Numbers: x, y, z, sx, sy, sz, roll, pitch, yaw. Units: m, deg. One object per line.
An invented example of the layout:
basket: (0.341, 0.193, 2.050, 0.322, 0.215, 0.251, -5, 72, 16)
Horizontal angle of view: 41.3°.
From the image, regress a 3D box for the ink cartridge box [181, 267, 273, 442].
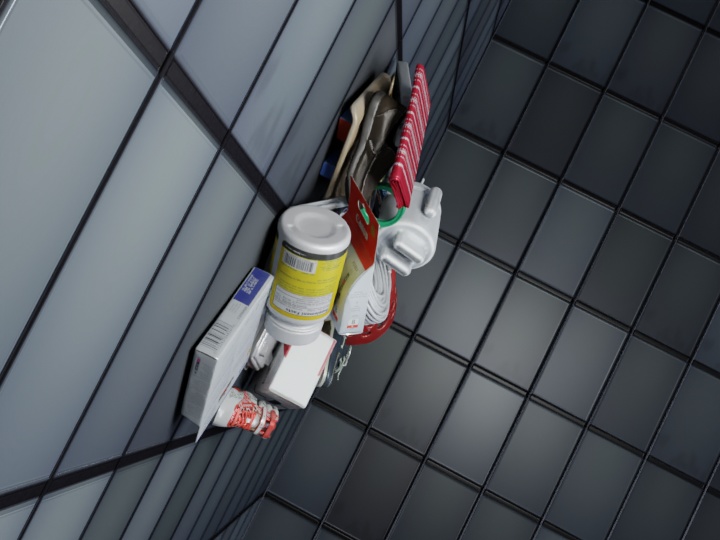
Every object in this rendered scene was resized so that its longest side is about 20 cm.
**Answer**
ink cartridge box: (-0.205, 0.126, 1.431, 0.197, 0.043, 0.201, -61, 176, -49)

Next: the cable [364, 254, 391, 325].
cable: (0.000, 0.000, 1.755, 0.201, 0.069, 0.202, 60, 23, -49)

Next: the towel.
towel: (0.081, -0.213, 1.549, 0.145, 0.022, 0.202, 63, 38, -72)

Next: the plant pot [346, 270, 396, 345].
plant pot: (-0.016, 0.041, 2.131, 0.202, 0.199, 0.183, -61, 166, -25)

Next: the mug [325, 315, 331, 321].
mug: (-0.064, 0.040, 1.895, 0.153, 0.148, 0.188, -44, 147, -52)

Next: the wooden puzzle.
wooden puzzle: (-0.016, -0.223, 1.629, 0.186, 0.046, 0.201, -57, 167, -54)

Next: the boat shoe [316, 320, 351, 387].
boat shoe: (-0.054, 0.164, 1.899, 0.075, 0.061, 0.201, -54, -163, 27)

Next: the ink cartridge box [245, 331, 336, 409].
ink cartridge box: (-0.138, 0.187, 1.852, 0.145, 0.083, 0.200, -64, -166, -16)

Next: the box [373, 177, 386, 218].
box: (0.022, -0.101, 1.953, 0.200, 0.046, 0.161, 125, -44, -65)

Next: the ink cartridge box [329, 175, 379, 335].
ink cartridge box: (-0.024, -0.024, 1.517, 0.163, 0.050, 0.202, -117, -153, -52)

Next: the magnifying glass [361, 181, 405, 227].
magnifying glass: (-0.011, -0.098, 1.661, 0.198, 0.080, 0.022, -19, -156, 26)

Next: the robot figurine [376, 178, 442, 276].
robot figurine: (0.086, -0.083, 1.732, 0.169, 0.113, 0.201, -38, -154, 37)

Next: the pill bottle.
pill bottle: (-0.088, 0.011, 1.479, 0.114, 0.113, 0.201, -56, 166, -54)

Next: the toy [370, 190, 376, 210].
toy: (0.008, -0.210, 1.792, 0.201, 0.047, 0.116, 106, -19, -43)

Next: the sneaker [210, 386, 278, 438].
sneaker: (-0.206, 0.259, 1.718, 0.068, 0.107, 0.201, -63, 175, -1)

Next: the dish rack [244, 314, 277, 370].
dish rack: (-0.164, 0.105, 1.752, 0.173, 0.043, 0.200, -64, 176, -13)

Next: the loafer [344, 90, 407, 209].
loafer: (0.028, -0.187, 1.556, 0.073, 0.071, 0.202, -40, 147, -69)

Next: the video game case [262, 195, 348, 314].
video game case: (-0.095, -0.027, 1.590, 0.181, 0.023, 0.201, -18, 137, -56)

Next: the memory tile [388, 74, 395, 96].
memory tile: (0.044, -0.294, 1.925, 0.200, 0.017, 0.155, 100, 10, -69)

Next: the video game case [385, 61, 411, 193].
video game case: (0.067, -0.261, 1.727, 0.201, 0.023, 0.184, -90, -173, -62)
